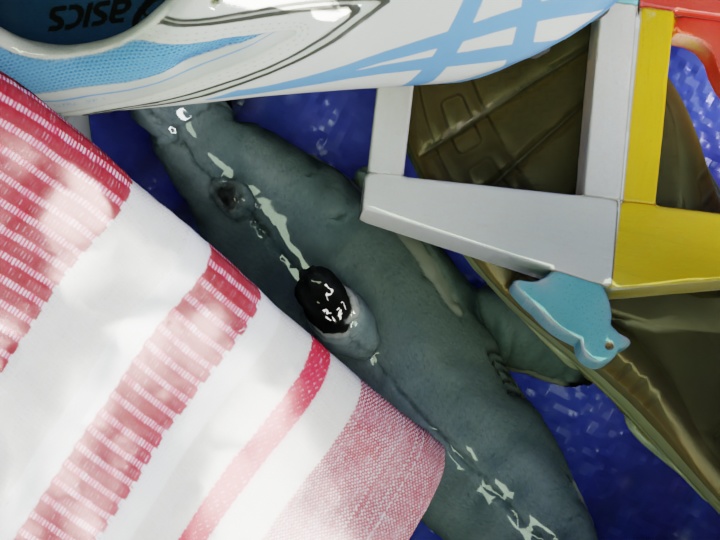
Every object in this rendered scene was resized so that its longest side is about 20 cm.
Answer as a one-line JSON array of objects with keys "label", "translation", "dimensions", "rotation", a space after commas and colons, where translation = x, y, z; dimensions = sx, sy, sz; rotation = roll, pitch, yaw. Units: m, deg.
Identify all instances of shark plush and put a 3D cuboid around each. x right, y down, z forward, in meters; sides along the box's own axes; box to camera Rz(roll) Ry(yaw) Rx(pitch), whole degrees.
[{"label": "shark plush", "translation": [0.000, 0.000, 0.767], "dimensions": [0.091, 0.083, 0.201], "rotation": [-28, 102, 5]}]

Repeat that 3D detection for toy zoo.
[{"label": "toy zoo", "translation": [0.071, -0.074, 0.747], "dimensions": [0.131, 0.020, 0.201], "rotation": [6, 81, -3]}]

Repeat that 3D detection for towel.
[{"label": "towel", "translation": [-0.073, 0.053, 0.659], "dimensions": [0.200, 0.023, 0.144], "rotation": [42, 76, -39]}]

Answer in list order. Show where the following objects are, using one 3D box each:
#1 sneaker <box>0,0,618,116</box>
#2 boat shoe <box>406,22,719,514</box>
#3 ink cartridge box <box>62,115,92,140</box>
[{"label": "sneaker", "translation": [-0.014, -0.081, 0.700], "dimensions": [0.199, 0.072, 0.072], "rotation": [-11, 78, 1]}, {"label": "boat shoe", "translation": [0.074, -0.002, 0.782], "dimensions": [0.073, 0.063, 0.201], "rotation": [-43, 91, -7]}, {"label": "ink cartridge box", "translation": [-0.167, 0.034, 0.771], "dimensions": [0.199, 0.084, 0.146], "rotation": [-5, 103, 0]}]
